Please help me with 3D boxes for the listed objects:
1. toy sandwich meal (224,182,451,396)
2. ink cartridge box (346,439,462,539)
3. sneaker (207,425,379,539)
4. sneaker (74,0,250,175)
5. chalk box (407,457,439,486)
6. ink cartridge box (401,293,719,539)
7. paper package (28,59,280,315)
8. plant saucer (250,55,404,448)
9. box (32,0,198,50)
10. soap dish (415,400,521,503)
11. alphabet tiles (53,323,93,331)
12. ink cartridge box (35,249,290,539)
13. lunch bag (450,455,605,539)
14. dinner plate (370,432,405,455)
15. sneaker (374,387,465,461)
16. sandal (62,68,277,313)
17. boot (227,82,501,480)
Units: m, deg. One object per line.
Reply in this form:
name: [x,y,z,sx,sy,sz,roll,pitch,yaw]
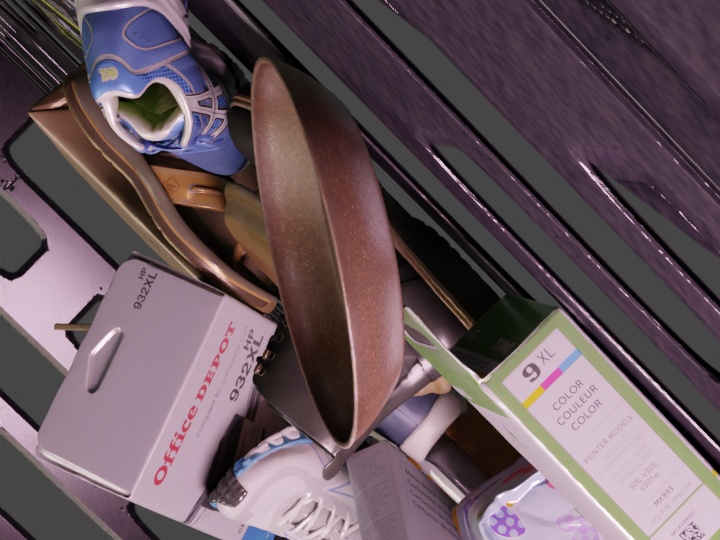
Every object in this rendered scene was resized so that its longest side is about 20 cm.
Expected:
toy sandwich meal: [0.000,0.000,1.449,0.205,0.070,0.205,42,172,7]
ink cartridge box: [0.068,0.200,1.533,0.200,0.041,0.200,44,-161,-34]
sneaker: [-0.020,0.155,1.546,0.087,0.075,0.200,55,-157,22]
sneaker: [-0.113,-0.096,1.347,0.200,0.076,0.077,48,-141,-60]
chalk box: [0.001,0.126,1.884,0.124,0.125,0.200,-8,-145,-42]
ink cartridge box: [0.100,0.066,1.202,0.200,0.059,0.104,45,175,-10]
paper package: [-0.125,-0.066,1.675,0.191,0.103,0.200,43,176,8]
plant saucer: [-0.014,-0.012,1.185,0.200,0.037,0.201,168,90,-80]
box: [-0.163,-0.167,1.479,0.200,0.048,0.193,40,176,34]
soap dish: [0.108,0.143,1.668,0.157,0.081,0.200,44,175,-7]
alphabet tiles: [-0.103,0.047,1.780,0.200,0.008,0.167,-1,176,42]
ink cartridge box: [-0.106,0.092,1.553,0.084,0.145,0.200,22,173,28]
lunch bag: [0.160,0.194,1.433,0.200,0.127,0.170,55,175,3]
dinner plate: [-0.049,0.121,1.736,0.200,0.024,0.200,27,152,16]
sneaker: [0.022,0.064,1.605,0.084,0.075,0.200,37,-175,-6]
sandal: [-0.113,-0.055,1.509,0.200,0.054,0.080,53,-175,-6]
boot: [-0.035,0.003,1.310,0.200,0.138,0.077,43,175,20]
